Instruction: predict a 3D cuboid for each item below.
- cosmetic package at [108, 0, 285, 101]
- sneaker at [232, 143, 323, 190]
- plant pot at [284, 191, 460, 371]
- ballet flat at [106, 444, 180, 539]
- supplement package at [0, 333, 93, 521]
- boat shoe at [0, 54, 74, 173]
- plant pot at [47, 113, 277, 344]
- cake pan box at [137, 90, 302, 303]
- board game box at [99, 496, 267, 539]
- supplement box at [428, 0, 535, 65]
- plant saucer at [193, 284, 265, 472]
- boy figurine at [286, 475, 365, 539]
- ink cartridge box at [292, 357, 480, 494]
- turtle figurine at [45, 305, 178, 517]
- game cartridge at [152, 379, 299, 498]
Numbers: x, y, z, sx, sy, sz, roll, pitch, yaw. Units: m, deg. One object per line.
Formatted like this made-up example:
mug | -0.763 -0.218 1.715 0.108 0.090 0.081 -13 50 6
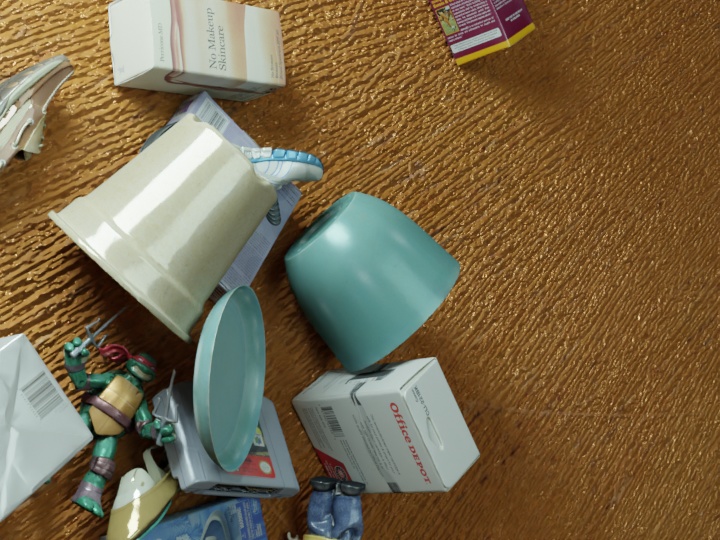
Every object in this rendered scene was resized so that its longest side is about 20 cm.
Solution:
cosmetic package | -0.194 -0.270 1.387 0.199 0.087 0.104 -2 84 -44
sneaker | -0.131 -0.104 1.368 0.199 0.075 0.088 -1 88 -35
plant pot | 0.000 0.000 1.457 0.161 0.200 0.201 47 52 -11
ballet flat | -0.229 0.233 1.256 0.063 0.068 0.200 59 26 -7
supplement package | -0.366 0.147 1.060 0.120 0.199 0.122 -44 112 -39
boat shoe | -0.370 -0.149 1.210 0.200 0.075 0.072 -52 121 -27
plant pot | -0.195 -0.058 1.224 0.184 0.200 0.200 -48 118 -7
cake pan box | -0.182 -0.088 1.390 0.200 0.052 0.185 45 52 -29
board game box | -0.184 0.373 1.302 0.198 0.043 0.202 -10 88 -43
supplement box | 0.168 -0.431 1.753 0.086 0.110 0.201 -39 109 -42
plant saucer | -0.143 0.115 1.246 0.200 0.027 0.202 3 90 -79
boy figurine | -0.033 0.359 1.412 0.064 0.123 0.202 31 63 -80
ink cartridge box | 0.031 0.197 1.434 0.084 0.199 0.145 -37 107 -41
turtle figurine | -0.264 0.150 1.226 0.149 0.101 0.201 30 72 1
game cartridge | -0.152 0.193 1.321 0.199 0.041 0.134 20 40 -56
